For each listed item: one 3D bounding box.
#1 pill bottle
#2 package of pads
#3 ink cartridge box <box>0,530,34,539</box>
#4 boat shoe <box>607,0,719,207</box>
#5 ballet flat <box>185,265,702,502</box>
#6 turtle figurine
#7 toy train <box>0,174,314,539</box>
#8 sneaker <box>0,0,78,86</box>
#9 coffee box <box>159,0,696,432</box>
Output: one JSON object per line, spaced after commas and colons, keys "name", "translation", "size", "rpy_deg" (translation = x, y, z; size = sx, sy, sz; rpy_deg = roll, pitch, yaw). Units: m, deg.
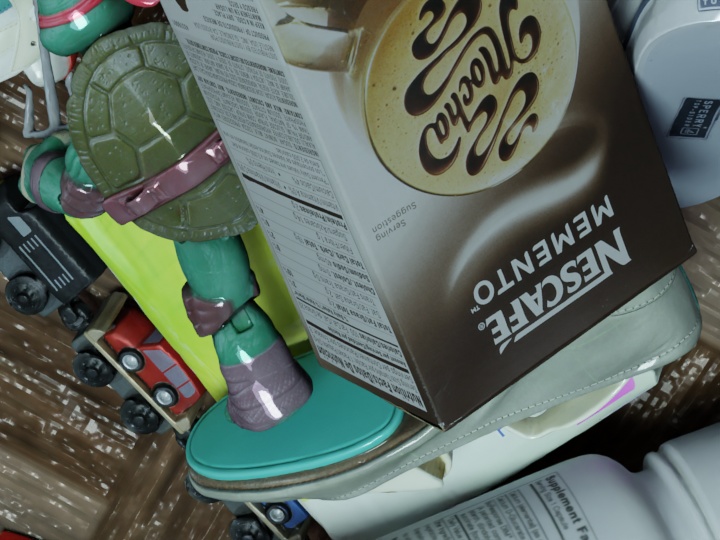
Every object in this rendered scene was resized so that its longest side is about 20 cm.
{"name": "pill bottle", "translation": [0.065, 0.137, 0.931], "size": [0.199, 0.113, 0.114], "rpy_deg": [-21, 112, -5]}
{"name": "package of pads", "translation": [0.000, 0.000, 0.947], "size": [0.154, 0.068, 0.200], "rpy_deg": [-34, 105, 22]}
{"name": "ink cartridge box", "translation": [-0.097, 0.210, 0.988], "size": [0.175, 0.200, 0.084], "rpy_deg": [17, 116, 2]}
{"name": "boat shoe", "translation": [0.109, -0.074, 0.849], "size": [0.073, 0.066, 0.200], "rpy_deg": [5, 162, -10]}
{"name": "ballet flat", "translation": [0.031, 0.048, 0.893], "size": [0.200, 0.068, 0.064], "rpy_deg": [-27, 126, 20]}
{"name": "turtle figurine", "translation": [-0.059, -0.048, 0.851], "size": [0.149, 0.101, 0.200], "rpy_deg": [-28, 108, 21]}
{"name": "toy train", "translation": [-0.082, 0.039, 0.996], "size": [0.046, 0.034, 0.200], "rpy_deg": [-35, 105, 28]}
{"name": "sneaker", "translation": [-0.136, -0.122, 0.917], "size": [0.093, 0.070, 0.200], "rpy_deg": [26, 119, -11]}
{"name": "coffee box", "translation": [0.015, -0.067, 0.778], "size": [0.113, 0.080, 0.200], "rpy_deg": [-35, 119, -20]}
